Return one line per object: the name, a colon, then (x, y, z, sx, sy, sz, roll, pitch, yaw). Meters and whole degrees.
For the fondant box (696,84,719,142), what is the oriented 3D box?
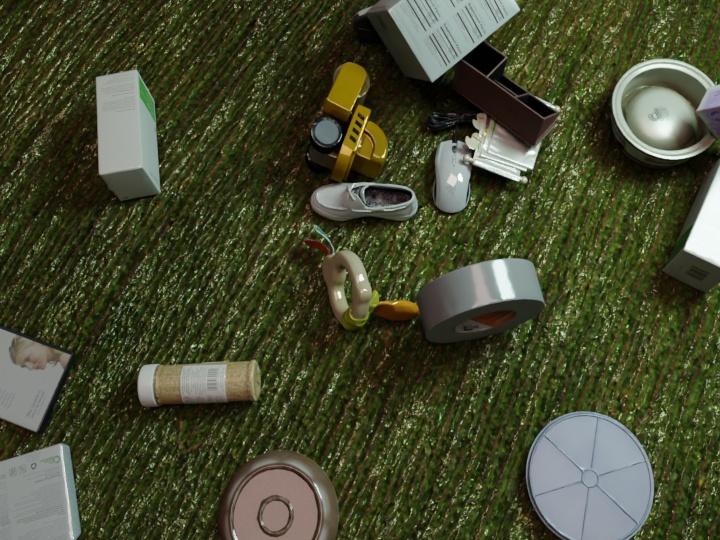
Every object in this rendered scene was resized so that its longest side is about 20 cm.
fondant box: (0.676, -0.230, 1.203, 0.199, 0.143, 0.059, 41, 74, -21)

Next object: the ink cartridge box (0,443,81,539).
ink cartridge box: (-0.552, 0.406, 1.168, 0.194, 0.041, 0.205, -15, 70, -1)

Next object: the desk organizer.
desk organizer: (0.261, -0.320, 1.300, 0.199, 0.078, 0.072, 41, 69, 17)

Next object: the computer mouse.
computer mouse: (0.173, -0.206, 1.329, 0.106, 0.044, 0.206, 3, 71, 4)

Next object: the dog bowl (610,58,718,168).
dog bowl: (0.543, -0.275, 1.312, 0.194, 0.074, 0.206, -1, 71, 4)

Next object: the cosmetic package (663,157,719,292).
cosmetic package: (0.598, -0.081, 1.222, 0.083, 0.108, 0.203, 25, 72, 13)

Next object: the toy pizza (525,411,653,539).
toy pizza: (0.356, 0.326, 1.136, 0.194, 0.032, 0.206, -2, 71, 5)

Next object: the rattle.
rattle: (0.000, 0.000, 1.259, 0.139, 0.133, 0.201, -19, 43, -14)

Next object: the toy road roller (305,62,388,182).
toy road roller: (-0.010, -0.257, 1.326, 0.143, 0.123, 0.205, 22, 73, -4)

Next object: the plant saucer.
plant saucer: (-0.131, 0.388, 1.150, 0.194, 0.032, 0.206, -1, 71, 3)

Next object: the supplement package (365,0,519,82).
supplement package: (0.141, -0.466, 1.307, 0.198, 0.192, 0.148, -38, 111, 1)

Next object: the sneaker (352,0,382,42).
sneaker: (0.072, -0.526, 1.445, 0.195, 0.076, 0.118, -11, 61, -8)

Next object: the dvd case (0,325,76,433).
dvd case: (-0.609, 0.180, 1.263, 0.195, 0.018, 0.146, 17, 73, 10)

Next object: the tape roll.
tape roll: (0.189, 0.052, 1.155, 0.194, 0.201, 0.068, -12, 70, 0)

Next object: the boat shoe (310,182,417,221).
boat shoe: (0.005, -0.127, 1.300, 0.194, 0.069, 0.074, 10, 71, 7)

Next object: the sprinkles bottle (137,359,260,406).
sprinkles bottle: (-0.267, 0.188, 1.210, 0.194, 0.069, 0.070, -3, 70, 3)

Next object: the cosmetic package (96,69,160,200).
cosmetic package: (-0.431, -0.249, 1.347, 0.082, 0.108, 0.206, -10, 72, -1)

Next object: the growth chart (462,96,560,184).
growth chart: (0.274, -0.255, 1.330, 0.142, 0.018, 0.203, 27, 69, 1)
